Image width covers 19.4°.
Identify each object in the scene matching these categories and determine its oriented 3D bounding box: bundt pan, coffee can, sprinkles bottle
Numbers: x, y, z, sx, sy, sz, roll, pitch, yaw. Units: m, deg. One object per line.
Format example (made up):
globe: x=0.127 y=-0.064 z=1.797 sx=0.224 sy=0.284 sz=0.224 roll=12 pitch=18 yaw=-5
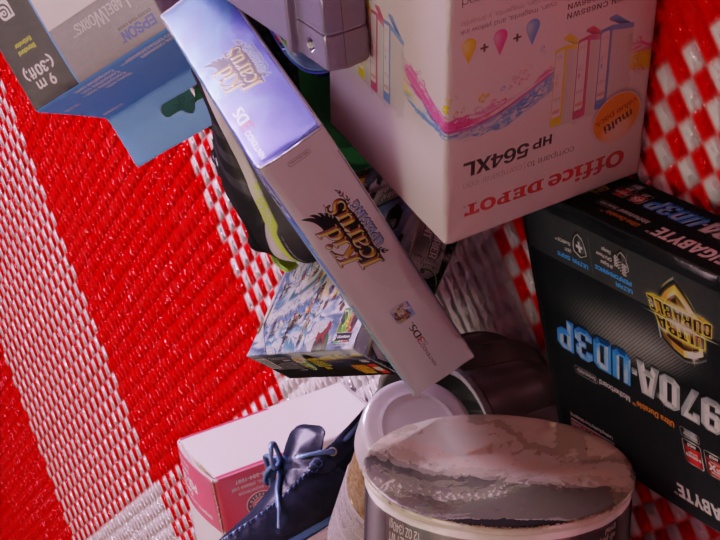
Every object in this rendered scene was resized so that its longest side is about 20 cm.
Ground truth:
bundt pan: x=0.090 y=0.127 z=1.298 sx=0.202 sy=0.075 sz=0.203 roll=51 pitch=151 yaw=43
coffee can: x=0.071 y=0.198 z=1.141 sx=0.146 sy=0.146 sz=0.201 roll=33 pitch=127 yaw=57
sprinkles bottle: x=0.018 y=0.144 z=1.291 sx=0.068 sy=0.068 sz=0.200 roll=60 pitch=156 yaw=25

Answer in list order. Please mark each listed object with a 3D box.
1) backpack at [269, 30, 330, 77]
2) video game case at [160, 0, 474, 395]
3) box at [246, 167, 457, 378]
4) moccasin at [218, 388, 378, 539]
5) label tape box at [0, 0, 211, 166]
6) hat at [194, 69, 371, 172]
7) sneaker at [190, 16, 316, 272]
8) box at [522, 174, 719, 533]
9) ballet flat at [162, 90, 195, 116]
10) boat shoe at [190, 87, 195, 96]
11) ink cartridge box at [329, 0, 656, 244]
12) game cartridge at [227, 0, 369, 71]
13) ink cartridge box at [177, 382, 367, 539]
backpack: x=-0.026 y=-0.201 z=1.235 sx=0.182 sy=0.134 sz=0.201 roll=17 pitch=124 yaw=63
video game case: x=-0.026 y=-0.050 z=1.179 sx=0.181 sy=0.045 sz=0.200 roll=54 pitch=-178 yaw=-36
box: x=0.000 y=0.000 z=1.354 sx=0.137 sy=0.040 sz=0.200 roll=-66 pitch=18 yaw=-12
moccasin: x=-0.028 y=0.133 z=1.412 sx=0.068 sy=0.200 sz=0.080 roll=56 pitch=149 yaw=1
label tape box: x=-0.169 y=-0.170 z=1.380 sx=0.144 sy=0.063 sz=0.201 roll=-25 pitch=98 yaw=39
hat: x=-0.099 y=-0.117 z=1.412 sx=0.166 sy=0.175 sz=0.200 roll=68 pitch=159 yaw=3
sneaker: x=-0.077 y=-0.088 z=1.333 sx=0.083 sy=0.072 sz=0.201 roll=-5 pitch=110 yaw=49
box: x=0.161 y=0.041 z=1.094 sx=0.200 sy=0.046 sz=0.160 roll=32 pitch=139 yaw=59
ballet flat: x=-0.132 y=-0.183 z=1.618 sx=0.200 sy=0.067 sz=0.073 roll=116 pitch=150 yaw=-66
boat shoe: x=-0.066 y=-0.078 z=1.519 sx=0.201 sy=0.065 sz=0.072 roll=63 pitch=158 yaw=18
ink cartridge box: x=0.067 y=-0.122 z=1.083 sx=0.125 sy=0.128 sz=0.201 roll=49 pitch=151 yaw=43
game cartridge: x=-0.061 y=-0.197 z=1.103 sx=0.200 sy=0.038 sz=0.130 roll=39 pitch=146 yaw=51
ink cartridge box: x=-0.046 y=0.208 z=1.596 sx=0.083 sy=0.146 sz=0.201 roll=35 pitch=138 yaw=58
